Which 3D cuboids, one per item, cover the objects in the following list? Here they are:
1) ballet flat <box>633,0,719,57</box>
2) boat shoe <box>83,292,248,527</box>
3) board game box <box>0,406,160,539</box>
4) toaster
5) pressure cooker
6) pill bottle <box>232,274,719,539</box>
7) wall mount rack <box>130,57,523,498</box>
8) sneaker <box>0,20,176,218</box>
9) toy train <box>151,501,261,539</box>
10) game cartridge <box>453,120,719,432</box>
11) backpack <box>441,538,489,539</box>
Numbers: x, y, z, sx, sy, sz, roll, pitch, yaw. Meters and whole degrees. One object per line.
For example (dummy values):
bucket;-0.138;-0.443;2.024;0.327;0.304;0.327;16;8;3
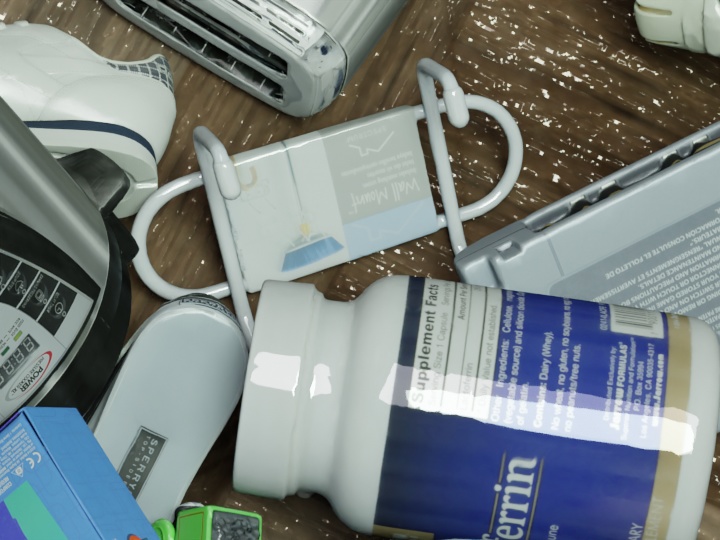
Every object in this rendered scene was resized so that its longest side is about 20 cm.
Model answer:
ballet flat;0.153;-0.145;1.183;0.072;0.072;0.200;-24;47;-14
boat shoe;-0.117;0.097;1.094;0.073;0.068;0.200;25;95;-9
board game box;-0.125;0.180;0.981;0.152;0.045;0.200;-41;71;18
toaster;-0.043;-0.164;1.169;0.200;0.114;0.129;32;75;3
pressure cooker;-0.196;0.003;1.049;0.176;0.200;0.179;-15;47;22
pill bottle;0.049;0.064;1.053;0.200;0.116;0.116;8;71;2
wall mount rack;0.000;0.000;1.143;0.200;0.075;0.174;-18;112;-11
sneaker;-0.188;-0.082;1.152;0.200;0.076;0.081;12;58;-7
toy train;-0.068;0.195;1.023;0.042;0.056;0.200;13;70;-36
game cartridge;0.155;0.010;1.138;0.200;0.040;0.134;-26;106;-7
backpack;0.040;0.202;1.010;0.147;0.200;0.183;7;68;-25
